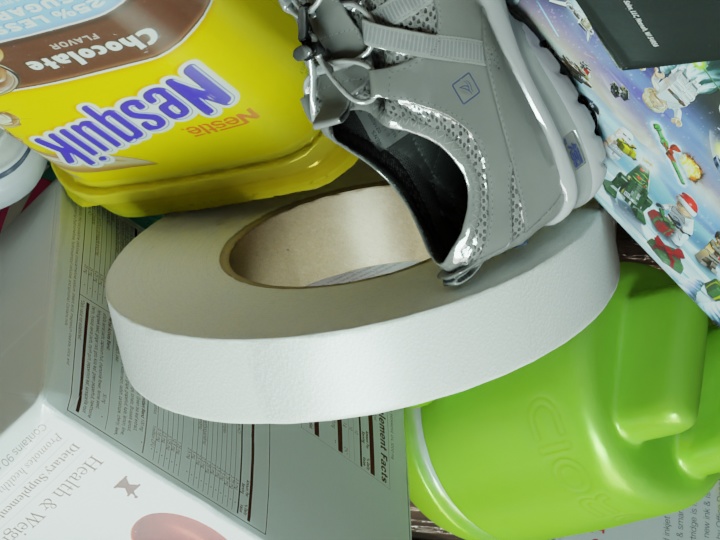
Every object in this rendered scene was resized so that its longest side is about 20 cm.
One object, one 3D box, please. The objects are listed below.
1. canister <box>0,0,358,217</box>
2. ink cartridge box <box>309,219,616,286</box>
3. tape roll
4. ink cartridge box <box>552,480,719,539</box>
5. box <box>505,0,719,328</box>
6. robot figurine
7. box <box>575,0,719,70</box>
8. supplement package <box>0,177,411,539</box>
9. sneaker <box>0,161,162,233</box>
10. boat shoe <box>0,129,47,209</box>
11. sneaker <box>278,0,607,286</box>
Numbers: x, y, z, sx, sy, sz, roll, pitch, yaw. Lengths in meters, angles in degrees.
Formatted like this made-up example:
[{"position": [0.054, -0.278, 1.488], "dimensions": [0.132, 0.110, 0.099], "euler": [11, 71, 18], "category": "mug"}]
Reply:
[{"position": [-0.103, -0.101, 0.984], "dimensions": [0.148, 0.087, 0.200], "euler": [-8, 154, 31], "category": "canister"}, {"position": [-0.005, -0.012, 1.246], "dimensions": [0.175, 0.045, 0.200], "euler": [16, 155, -31], "category": "ink cartridge box"}, {"position": [0.000, 0.000, 1.008], "dimensions": [0.202, 0.037, 0.203], "euler": [-11, -159, 4], "category": "tape roll"}, {"position": [0.206, 0.172, 1.539], "dimensions": [0.199, 0.147, 0.083], "euler": [6, 161, -4], "category": "ink cartridge box"}, {"position": [0.109, -0.072, 0.916], "dimensions": [0.200, 0.040, 0.137], "euler": [46, 150, 2], "category": "box"}, {"position": [0.093, 0.065, 1.212], "dimensions": [0.175, 0.116, 0.199], "euler": [26, 150, -36], "category": "robot figurine"}, {"position": [0.148, -0.156, 0.708], "dimensions": [0.199, 0.149, 0.124], "euler": [-5, 156, 23], "category": "box"}, {"position": [-0.112, 0.109, 1.115], "dimensions": [0.200, 0.147, 0.191], "euler": [34, 121, -26], "category": "supplement package"}, {"position": [-0.153, 0.002, 1.204], "dimensions": [0.199, 0.121, 0.083], "euler": [-14, 152, 40], "category": "sneaker"}, {"position": [-0.228, -0.073, 1.072], "dimensions": [0.199, 0.074, 0.067], "euler": [10, 149, 9], "category": "boat shoe"}, {"position": [0.006, -0.085, 0.908], "dimensions": [0.200, 0.082, 0.075], "euler": [51, 150, -10], "category": "sneaker"}]
